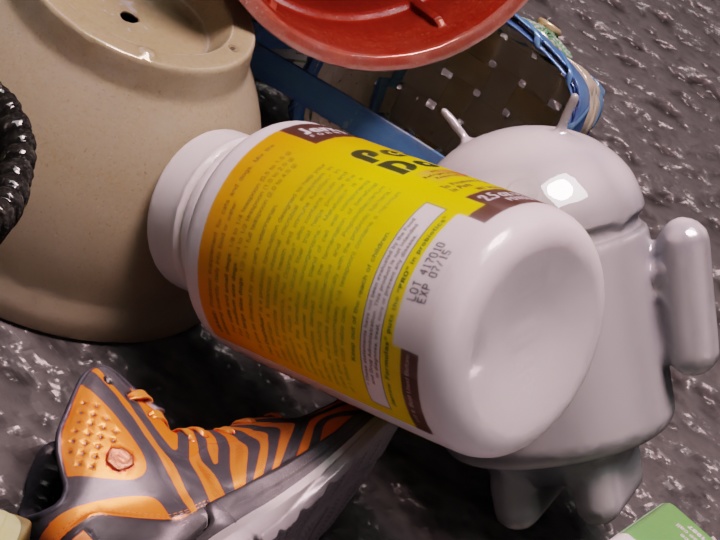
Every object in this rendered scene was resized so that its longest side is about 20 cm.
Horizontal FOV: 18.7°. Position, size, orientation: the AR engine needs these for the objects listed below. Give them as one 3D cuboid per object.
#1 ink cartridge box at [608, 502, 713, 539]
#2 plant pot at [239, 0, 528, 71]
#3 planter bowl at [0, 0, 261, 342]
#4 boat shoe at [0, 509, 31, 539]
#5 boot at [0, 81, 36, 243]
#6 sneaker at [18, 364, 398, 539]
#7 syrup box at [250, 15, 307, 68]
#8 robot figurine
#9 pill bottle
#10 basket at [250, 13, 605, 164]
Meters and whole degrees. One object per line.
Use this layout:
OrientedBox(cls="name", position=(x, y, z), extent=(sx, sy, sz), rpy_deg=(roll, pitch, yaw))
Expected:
OrientedBox(cls="ink cartridge box", position=(0.116, 0.199, 0.900), extent=(0.145, 0.084, 0.200), rpy_deg=(41, 33, 19))
OrientedBox(cls="plant pot", position=(-0.016, -0.224, 1.112), extent=(0.200, 0.201, 0.195), rpy_deg=(12, 15, -26))
OrientedBox(cls="planter bowl", position=(-0.130, -0.082, 1.051), extent=(0.200, 0.135, 0.201), rpy_deg=(20, 33, -14))
OrientedBox(cls="boat shoe", position=(-0.174, 0.140, 0.767), extent=(0.063, 0.073, 0.201), rpy_deg=(22, 29, 0))
OrientedBox(cls="boot", position=(-0.201, -0.034, 0.903), extent=(0.079, 0.158, 0.211), rpy_deg=(7, 38, -31))
OrientedBox(cls="sneaker", position=(-0.066, 0.076, 0.933), extent=(0.112, 0.078, 0.200), rpy_deg=(39, 33, 14))
OrientedBox(cls="syrup box", position=(-0.104, -0.172, 1.247), extent=(0.199, 0.082, 0.079), rpy_deg=(3, 39, -33))
OrientedBox(cls="robot figurine", position=(0.084, 0.019, 1.031), extent=(0.169, 0.201, 0.113), rpy_deg=(-6, 10, 18))
OrientedBox(cls="pill bottle", position=(0.000, 0.000, 0.948), extent=(0.200, 0.110, 0.109), rpy_deg=(22, 22, 39))
OrientedBox(cls="basket", position=(0.034, -0.090, 1.186), extent=(0.176, 0.139, 0.200), rpy_deg=(34, 23, 16))
